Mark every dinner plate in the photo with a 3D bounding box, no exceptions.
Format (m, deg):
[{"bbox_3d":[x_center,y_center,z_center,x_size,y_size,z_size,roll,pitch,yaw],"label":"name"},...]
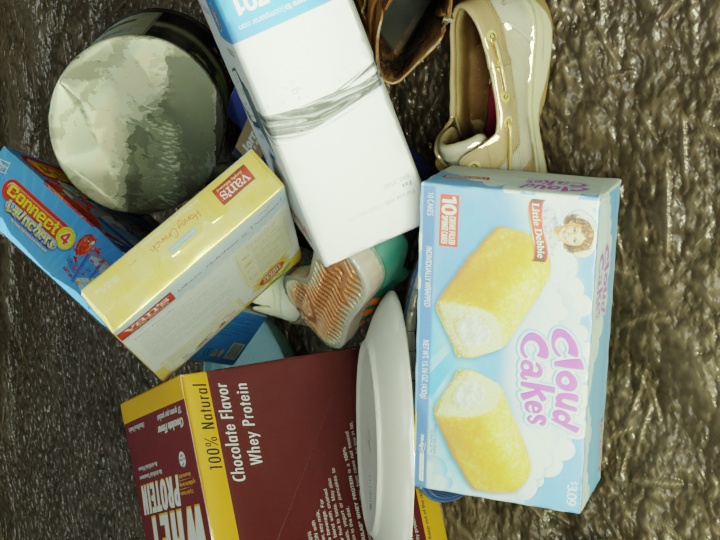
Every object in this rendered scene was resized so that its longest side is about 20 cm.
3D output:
[{"bbox_3d":[0.014,0.116,0.995,0.200,0.024,0.204,178,90,-85],"label":"dinner plate"}]

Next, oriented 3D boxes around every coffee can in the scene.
[{"bbox_3d":[-0.185,-0.144,1.246,0.200,0.144,0.149,-99,11,-74],"label":"coffee can"}]

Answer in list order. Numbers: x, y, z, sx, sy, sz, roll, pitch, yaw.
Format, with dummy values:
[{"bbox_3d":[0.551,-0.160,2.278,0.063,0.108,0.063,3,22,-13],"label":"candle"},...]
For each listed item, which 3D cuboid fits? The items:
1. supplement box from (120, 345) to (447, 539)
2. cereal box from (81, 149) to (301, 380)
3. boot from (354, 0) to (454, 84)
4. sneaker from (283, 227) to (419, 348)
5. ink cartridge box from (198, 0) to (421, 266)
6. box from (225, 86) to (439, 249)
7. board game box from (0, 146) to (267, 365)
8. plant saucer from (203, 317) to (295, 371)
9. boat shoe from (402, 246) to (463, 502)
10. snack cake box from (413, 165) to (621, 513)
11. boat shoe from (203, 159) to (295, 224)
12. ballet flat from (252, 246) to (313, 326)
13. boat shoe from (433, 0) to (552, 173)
[{"bbox_3d":[-0.059,0.175,1.121,0.132,0.198,0.200,-26,74,58],"label":"supplement box"},{"bbox_3d":[-0.108,0.002,0.981,0.040,0.144,0.200,47,172,11],"label":"cereal box"},{"bbox_3d":[0.025,-0.172,0.977,0.157,0.076,0.201,-95,21,-46],"label":"boot"},{"bbox_3d":[0.000,0.000,1.066,0.072,0.080,0.200,52,159,2],"label":"sneaker"},{"bbox_3d":[-0.036,-0.123,0.938,0.147,0.085,0.202,-129,17,-70],"label":"ink cartridge box"},{"bbox_3d":[-0.029,-0.090,1.101,0.200,0.032,0.122,45,138,12],"label":"box"},{"bbox_3d":[-0.197,-0.007,1.190,0.195,0.200,0.056,40,96,18],"label":"board game box"},{"bbox_3d":[-0.095,0.130,1.344,0.199,0.027,0.204,17,110,57],"label":"plant saucer"},{"bbox_3d":[0.050,0.062,1.040,0.072,0.071,0.203,-150,62,-64],"label":"boat shoe"},{"bbox_3d":[0.098,0.041,0.905,0.113,0.067,0.203,6,105,21],"label":"snack cake box"},{"bbox_3d":[-0.077,-0.065,1.231,0.199,0.071,0.066,-4,88,54],"label":"boat shoe"},{"bbox_3d":[-0.076,0.007,1.246,0.199,0.066,0.069,33,128,52],"label":"ballet flat"},{"bbox_3d":[0.082,-0.085,0.955,0.073,0.068,0.203,18,111,57],"label":"boat shoe"}]
